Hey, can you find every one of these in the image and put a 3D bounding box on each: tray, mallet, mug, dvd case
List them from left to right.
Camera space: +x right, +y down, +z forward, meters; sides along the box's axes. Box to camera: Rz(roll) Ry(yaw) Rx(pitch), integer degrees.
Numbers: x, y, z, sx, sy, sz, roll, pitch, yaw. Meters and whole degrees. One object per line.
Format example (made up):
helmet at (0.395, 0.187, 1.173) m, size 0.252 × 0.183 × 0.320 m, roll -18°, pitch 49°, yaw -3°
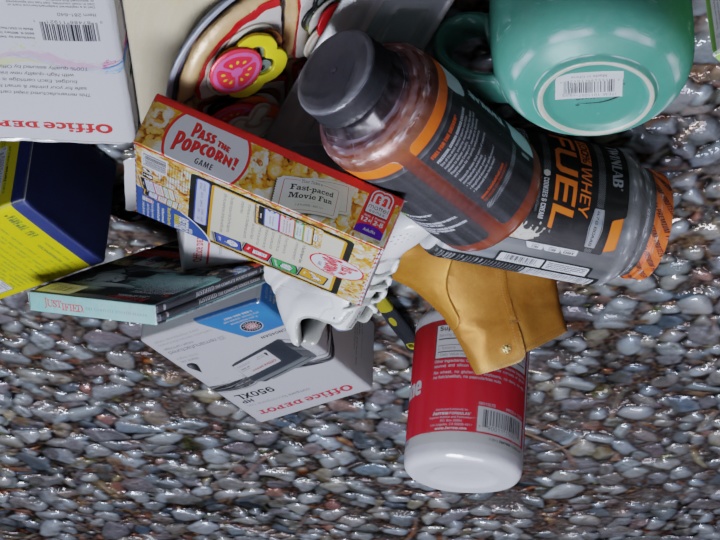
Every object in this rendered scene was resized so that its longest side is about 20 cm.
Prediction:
dvd case at (-0.172, 0.008, 1.485) m, size 0.146 × 0.022 × 0.200 m, roll 5°, pitch -165°, yaw 32°
tray at (0.010, -0.162, 1.286) m, size 0.107 × 0.022 × 0.200 m, roll -6°, pitch 141°, yaw -40°
mallet at (0.013, 0.034, 1.661) m, size 0.066 × 0.041 × 0.200 m, roll -7°, pitch 150°, yaw 11°
mug at (0.164, -0.166, 1.270) m, size 0.152 × 0.115 × 0.185 m, roll 23°, pitch 141°, yaw -30°

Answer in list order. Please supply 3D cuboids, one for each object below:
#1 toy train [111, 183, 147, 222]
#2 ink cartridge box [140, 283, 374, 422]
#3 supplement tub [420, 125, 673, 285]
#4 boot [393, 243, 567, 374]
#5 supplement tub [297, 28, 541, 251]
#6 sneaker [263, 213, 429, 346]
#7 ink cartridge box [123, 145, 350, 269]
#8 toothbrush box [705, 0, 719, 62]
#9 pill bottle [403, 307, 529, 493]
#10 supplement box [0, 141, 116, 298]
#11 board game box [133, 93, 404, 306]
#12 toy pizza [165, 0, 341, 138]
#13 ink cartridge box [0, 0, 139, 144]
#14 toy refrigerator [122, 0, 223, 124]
toy train at (-0.146, -0.087, 1.477) m, size 0.200 × 0.034 × 0.046 m, roll -25°, pitch 143°, yaw 35°
ink cartridge box at (-0.097, 0.060, 1.656) m, size 0.144 × 0.084 × 0.200 m, roll -18°, pitch 143°, yaw 28°
supplement tub at (0.156, -0.056, 1.434) m, size 0.200 × 0.123 × 0.123 m, roll 10°, pitch 146°, yaw -14°
boot at (0.083, 0.027, 1.514) m, size 0.201 × 0.144 × 0.071 m, roll -15°, pitch -172°, yaw -8°
supplement tub at (0.042, -0.100, 1.257) m, size 0.107 × 0.107 × 0.200 m, roll -22°, pitch 142°, yaw 31°
sneaker at (0.000, 0.000, 1.418) m, size 0.074 × 0.087 × 0.200 m, roll 3°, pitch 154°, yaw -40°
ink cartridge box at (-0.099, -0.056, 1.440) m, size 0.200 × 0.068 × 0.115 m, roll -7°, pitch 160°, yaw -9°
toothbrush box at (0.335, -0.179, 1.216) m, size 0.086 × 0.146 × 0.200 m, roll -27°, pitch 138°, yaw 36°
pill bottle at (0.104, 0.101, 1.596) m, size 0.112 × 0.200 × 0.112 m, roll 5°, pitch 155°, yaw 2°
supplement box at (-0.329, -0.049, 1.474) m, size 0.200 × 0.110 × 0.109 m, roll -18°, pitch 142°, yaw 26°
board game box at (-0.075, -0.049, 1.290) m, size 0.200 × 0.046 × 0.152 m, roll 23°, pitch 161°, yaw 0°
toy pizza at (-0.055, -0.155, 1.289) m, size 0.200 × 0.032 × 0.200 m, roll -25°, pitch 150°, yaw -16°
ink cartridge box at (-0.247, -0.189, 1.276) m, size 0.145 × 0.084 × 0.200 m, roll 2°, pitch 147°, yaw 1°
toy refrigerator at (-0.135, -0.193, 1.284) m, size 0.076 × 0.070 × 0.200 m, roll 4°, pitch 145°, yaw 3°
